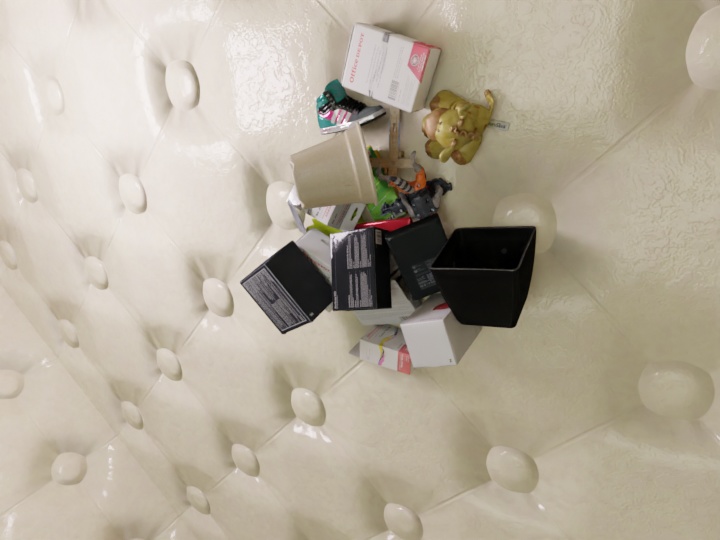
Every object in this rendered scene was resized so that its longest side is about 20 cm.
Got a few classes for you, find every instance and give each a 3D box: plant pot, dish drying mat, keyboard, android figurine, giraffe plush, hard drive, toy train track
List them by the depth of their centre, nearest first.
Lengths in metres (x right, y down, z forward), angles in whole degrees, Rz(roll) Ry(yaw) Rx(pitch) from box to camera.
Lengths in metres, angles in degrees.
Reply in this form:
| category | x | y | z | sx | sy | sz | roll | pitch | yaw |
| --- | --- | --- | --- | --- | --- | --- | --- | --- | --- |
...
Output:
| category | x | y | z | sx | sy | sz | roll | pitch | yaw |
| --- | --- | --- | --- | --- | --- | --- | --- | --- | --- |
| giraffe plush | 0.206 | -0.310 | 1.142 | 0.199 | 0.162 | 0.174 | 1 | 110 | 32 |
| plant pot | 0.300 | 0.022 | 1.211 | 0.198 | 0.200 | 0.179 | 1 | 120 | 31 |
| plant pot | -0.068 | -0.234 | 1.247 | 0.182 | 0.201 | 0.202 | -14 | 104 | 0 |
| hard drive | 0.160 | -0.030 | 1.294 | 0.139 | 0.033 | 0.201 | -21 | 121 | 10 |
| toy train track | 0.087 | -0.312 | 1.296 | 0.114 | 0.033 | 0.202 | 6 | 104 | 18 |
| dish drying mat | 0.060 | -0.094 | 1.350 | 0.199 | 0.018 | 0.077 | -3 | 120 | 42 |
| keyboard | -0.170 | -0.136 | 1.454 | 0.056 | 0.011 | 0.200 | 49 | 171 | 17 |
| android figurine | -0.064 | -0.113 | 1.468 | 0.199 | 0.041 | 0.183 | -17 | 100 | 37 |

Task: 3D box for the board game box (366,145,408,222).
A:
| category | x | y | z | sx | sy | sz | roll | pitch | yaw |
| --- | --- | --- | --- | --- | --- | --- | --- | --- | --- |
| board game box | 0.041 | -0.221 | 1.365 | 0.095 | 0.030 | 0.201 | -24 | 98 | 35 |

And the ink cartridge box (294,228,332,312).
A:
| category | x | y | z | sx | sy | sz | roll | pitch | yaw |
| --- | --- | --- | --- | --- | --- | --- | --- | --- | --- |
| ink cartridge box | -0.114 | 0.000 | 1.481 | 0.145 | 0.084 | 0.201 | 31 | 142 | 18 |

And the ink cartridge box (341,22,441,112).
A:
| category | x | y | z | sx | sy | sz | roll | pitch | yaw |
| --- | --- | --- | --- | --- | --- | --- | --- | --- | --- |
| ink cartridge box | 0.067 | -0.474 | 1.211 | 0.199 | 0.085 | 0.147 | 27 | 121 | 18 |

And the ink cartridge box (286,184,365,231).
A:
| category | x | y | z | sx | sy | sz | roll | pitch | yaw |
| --- | --- | --- | --- | --- | --- | --- | --- | --- | --- |
| ink cartridge box | -0.091 | -0.190 | 1.394 | 0.199 | 0.067 | 0.117 | 31 | 98 | 29 |

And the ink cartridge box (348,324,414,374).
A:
| category | x | y | z | sx | sy | sz | roll | pitch | yaw |
| --- | --- | --- | --- | --- | --- | --- | --- | --- | --- |
| ink cartridge box | 0.075 | 0.211 | 1.464 | 0.199 | 0.116 | 0.068 | 13 | 117 | 26 |

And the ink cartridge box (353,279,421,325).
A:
| category | x | y | z | sx | sy | sz | roll | pitch | yaw |
| --- | --- | --- | --- | --- | --- | --- | --- | --- | --- |
| ink cartridge box | 0.055 | 0.079 | 1.423 | 0.199 | 0.044 | 0.174 | -8 | 132 | 34 |

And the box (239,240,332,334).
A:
| category | x | y | z | sx | sy | sz | roll | pitch | yaw |
| --- | --- | --- | --- | --- | --- | --- | --- | --- | --- |
| box | -0.200 | 0.052 | 1.439 | 0.200 | 0.123 | 0.198 | 52 | 146 | -9 |

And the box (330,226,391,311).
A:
| category | x | y | z | sx | sy | sz | roll | pitch | yaw |
| --- | --- | --- | --- | --- | --- | --- | --- | --- | --- |
| box | 0.000 | 0.000 | 1.322 | 0.140 | 0.079 | 0.202 | -6 | 84 | 34 |

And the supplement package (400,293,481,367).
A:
| category | x | y | z | sx | sy | sz | roll | pitch | yaw |
| --- | --- | --- | --- | --- | --- | --- | --- | --- | --- |
| supplement package | 0.207 | 0.143 | 1.303 | 0.120 | 0.200 | 0.121 | -11 | 104 | 33 |

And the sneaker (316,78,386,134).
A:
| category | x | y | z | sx | sy | sz | roll | pitch | yaw |
| --- | --- | --- | --- | --- | --- | --- | --- | --- | --- |
| sneaker | -0.035 | -0.421 | 1.302 | 0.199 | 0.084 | 0.122 | -3 | 117 | 34 |

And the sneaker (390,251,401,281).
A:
| category | x | y | z | sx | sy | sz | roll | pitch | yaw |
| --- | --- | --- | --- | --- | --- | --- | --- | --- | --- |
| sneaker | 0.086 | -0.044 | 1.379 | 0.115 | 0.076 | 0.201 | 43 | 128 | 8 |

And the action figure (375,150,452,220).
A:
| category | x | y | z | sx | sy | sz | roll | pitch | yaw |
| --- | --- | --- | --- | --- | --- | --- | --- | --- | --- |
| action figure | 0.114 | -0.176 | 1.265 | 0.199 | 0.105 | 0.194 | -26 | 123 | 28 |
